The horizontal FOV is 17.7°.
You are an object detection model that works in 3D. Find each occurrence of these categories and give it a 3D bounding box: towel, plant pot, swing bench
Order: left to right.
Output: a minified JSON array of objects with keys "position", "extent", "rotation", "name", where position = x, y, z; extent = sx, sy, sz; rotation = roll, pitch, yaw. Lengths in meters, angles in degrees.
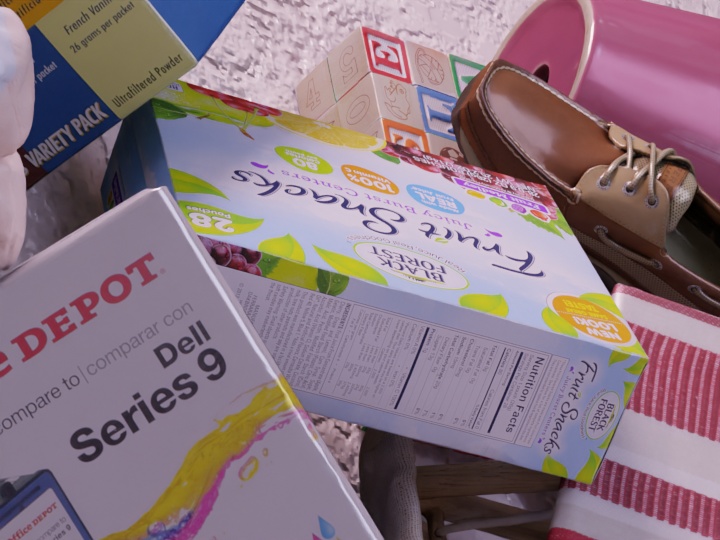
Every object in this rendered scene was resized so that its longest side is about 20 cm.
[{"position":[0.091,0.176,0.977],"extent":[0.198,0.130,0.200],"rotation":[7,52,-14],"name":"swing bench"},{"position":[0.161,-0.062,1.260],"extent":[0.178,0.200,0.201],"rotation":[23,43,-21],"name":"plant pot"},{"position":[0.151,0.102,0.960],"extent":[0.143,0.023,0.201],"rotation":[20,47,-1],"name":"towel"}]

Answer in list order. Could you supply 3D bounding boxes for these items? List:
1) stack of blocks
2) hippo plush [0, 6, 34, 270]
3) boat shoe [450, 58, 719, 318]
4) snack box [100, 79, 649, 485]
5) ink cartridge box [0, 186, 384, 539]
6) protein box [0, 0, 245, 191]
[{"position":[0.043,-0.012,1.138],"extent":[0.115,0.059,0.201],"rotation":[14,51,-37],"name":"stack of blocks"},{"position":[-0.204,-0.040,0.728],"extent":[0.200,0.159,0.161],"rotation":[46,34,-14],"name":"hippo plush"},{"position":[0.135,-0.034,1.131],"extent":[0.200,0.074,0.076],"rotation":[40,51,-15],"name":"boat shoe"},{"position":[0.000,0.000,0.958],"extent":[0.198,0.068,0.169],"rotation":[14,23,-17],"name":"snack box"},{"position":[-0.077,0.091,0.789],"extent":[0.201,0.145,0.088],"rotation":[59,-5,-3],"name":"ink cartridge box"},{"position":[-0.144,-0.171,0.955],"extent":[0.200,0.135,0.199],"rotation":[49,33,-14],"name":"protein box"}]
